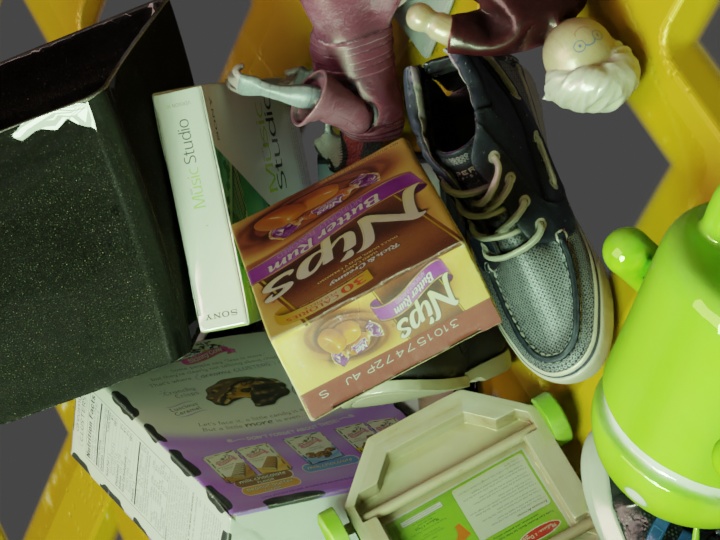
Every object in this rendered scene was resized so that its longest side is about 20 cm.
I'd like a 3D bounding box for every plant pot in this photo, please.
[{"bbox_3d":[-0.185,-0.026,1.666,0.198,0.200,0.178,-20,106,15],"label":"plant pot"}]

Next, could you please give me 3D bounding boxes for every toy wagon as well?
[{"bbox_3d":[0.074,0.163,1.562,0.201,0.154,0.040,59,174,30],"label":"toy wagon"}]

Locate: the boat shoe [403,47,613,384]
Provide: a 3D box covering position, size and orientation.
[{"bbox_3d":[0.077,-0.033,1.548,0.074,0.093,0.201,-27,71,24],"label":"boat shoe"}]

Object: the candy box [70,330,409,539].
[{"bbox_3d":[-0.060,0.116,1.697,0.200,0.167,0.072,39,129,48],"label":"candy box"}]

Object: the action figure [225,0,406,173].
[{"bbox_3d":[0.000,-0.142,1.670,0.148,0.134,0.201,-5,109,14],"label":"action figure"}]

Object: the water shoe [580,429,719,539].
[{"bbox_3d":[0.189,0.161,1.473,0.079,0.071,0.201,-35,69,29],"label":"water shoe"}]

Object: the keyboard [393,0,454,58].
[{"bbox_3d":[0.059,-0.220,1.633,0.056,0.011,0.201,51,136,31],"label":"keyboard"}]

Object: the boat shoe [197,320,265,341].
[{"bbox_3d":[-0.100,0.052,1.864,0.072,0.070,0.202,60,137,39],"label":"boat shoe"}]

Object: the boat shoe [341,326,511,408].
[{"bbox_3d":[0.033,0.039,1.566,0.072,0.200,0.063,-9,91,21],"label":"boat shoe"}]

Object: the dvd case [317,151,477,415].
[{"bbox_3d":[0.023,0.026,1.722,0.142,0.017,0.202,2,97,57],"label":"dvd case"}]

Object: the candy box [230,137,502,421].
[{"bbox_3d":[0.000,0.000,1.516,0.057,0.116,0.200,63,180,-22],"label":"candy box"}]

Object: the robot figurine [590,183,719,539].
[{"bbox_3d":[0.187,0.046,1.392,0.176,0.115,0.201,63,143,42],"label":"robot figurine"}]

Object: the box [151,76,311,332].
[{"bbox_3d":[-0.070,-0.045,1.698,0.036,0.200,0.145,-11,93,16],"label":"box"}]

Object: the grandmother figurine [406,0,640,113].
[{"bbox_3d":[0.078,-0.165,1.525,0.200,0.121,0.061,50,173,11],"label":"grandmother figurine"}]
